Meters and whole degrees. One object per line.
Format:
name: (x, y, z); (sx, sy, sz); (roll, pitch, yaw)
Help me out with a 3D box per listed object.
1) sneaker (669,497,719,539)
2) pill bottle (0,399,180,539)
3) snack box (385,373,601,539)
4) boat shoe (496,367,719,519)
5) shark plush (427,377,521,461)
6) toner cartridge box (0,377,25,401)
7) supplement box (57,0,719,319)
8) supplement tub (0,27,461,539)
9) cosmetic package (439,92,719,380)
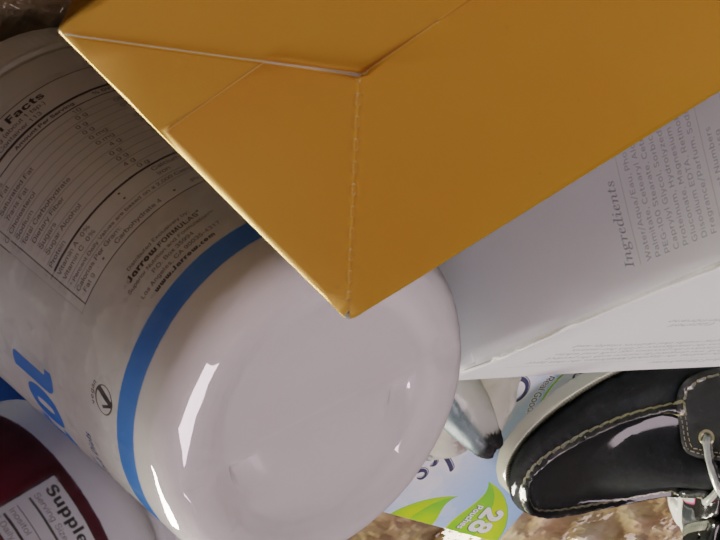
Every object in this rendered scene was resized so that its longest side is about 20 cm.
sneaker: (0.177, 0.085, 1.275); (0.074, 0.088, 0.200); (-14, 137, -5)
pill bottle: (-0.152, 0.121, 1.085); (0.200, 0.113, 0.113); (-31, 146, -32)
snack box: (0.039, 0.013, 1.178); (0.168, 0.068, 0.200); (18, 127, -31)
boat shoe: (0.157, 0.067, 1.177); (0.199, 0.068, 0.072); (-14, 133, -5)
shark plush: (0.000, 0.000, 1.069); (0.083, 0.091, 0.200); (-7, 138, 45)
toner cartridge box: (-0.181, 0.017, 1.125); (0.095, 0.043, 0.200); (-27, 137, 11)
supplement box: (0.042, -0.130, 0.873); (0.197, 0.200, 0.133); (-32, 113, 32)
supplement tub: (-0.069, 0.006, 1.012); (0.132, 0.200, 0.132); (-20, 126, -30)
cosmetic package: (0.151, -0.044, 1.017); (0.199, 0.123, 0.200); (-1, 163, -40)
